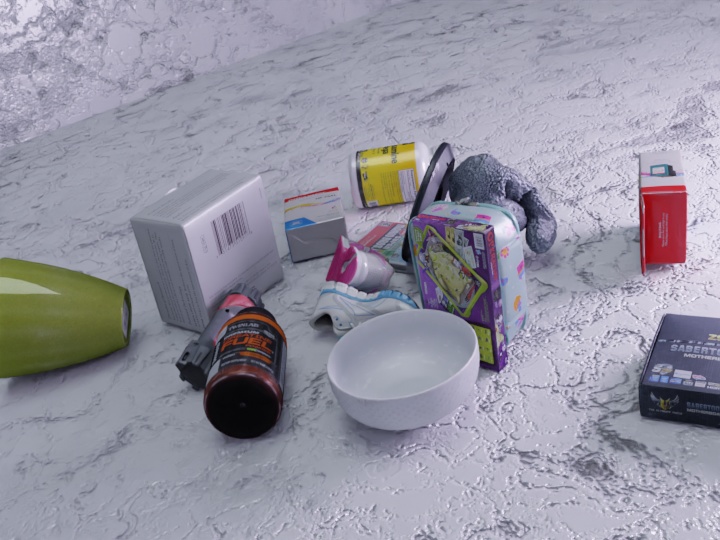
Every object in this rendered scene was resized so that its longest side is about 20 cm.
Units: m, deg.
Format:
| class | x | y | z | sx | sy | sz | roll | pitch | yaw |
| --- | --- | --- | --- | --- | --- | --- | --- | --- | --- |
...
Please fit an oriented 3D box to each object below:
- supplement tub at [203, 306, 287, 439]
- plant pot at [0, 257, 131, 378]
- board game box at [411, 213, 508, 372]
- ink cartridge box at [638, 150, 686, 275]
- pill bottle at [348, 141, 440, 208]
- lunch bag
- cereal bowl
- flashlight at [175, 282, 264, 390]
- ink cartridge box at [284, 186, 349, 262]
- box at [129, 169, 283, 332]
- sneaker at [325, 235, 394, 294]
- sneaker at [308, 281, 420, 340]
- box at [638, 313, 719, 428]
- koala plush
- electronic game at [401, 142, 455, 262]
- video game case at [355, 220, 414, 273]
| class | x | y | z | sx | sy | sz | roll | pitch | yaw |
| --- | --- | --- | --- | --- | --- | --- | --- | --- | --- |
| supplement tub | -0.153 | 0.129 | 1.121 | 0.104 | 0.109 | 0.201 | -11 | 27 | 3 |
| plant pot | -0.474 | 0.077 | 1.314 | 0.194 | 0.192 | 0.188 | 1 | 26 | -7 |
| board game box | 0.133 | 0.029 | 1.083 | 0.118 | 0.205 | 0.032 | 11 | 33 | 37 |
| ink cartridge box | 0.460 | -0.090 | 1.245 | 0.065 | 0.119 | 0.201 | -1 | 29 | 19 |
| pill bottle | 0.080 | -0.194 | 1.630 | 0.194 | 0.115 | 0.113 | -8 | 27 | 9 |
| lunch bag | 0.146 | 0.000 | 1.133 | 0.158 | 0.205 | 0.077 | 10 | 31 | 41 |
| cereal bowl | 0.058 | 0.136 | 1.042 | 0.195 | 0.085 | 0.201 | -9 | 27 | 5 |
| flashlight | -0.209 | 0.102 | 1.254 | 0.066 | 0.069 | 0.202 | 0 | 34 | 16 |
| ink cartridge box | -0.086 | -0.098 | 1.570 | 0.113 | 0.069 | 0.201 | -13 | 26 | -1 |
| box | -0.253 | -0.036 | 1.377 | 0.128 | 0.204 | 0.198 | 10 | 34 | 34 |
| sneaker | 0.000 | 0.000 | 1.344 | 0.086 | 0.083 | 0.200 | 19 | 7 | -15 |
| sneaker | 0.007 | 0.078 | 1.210 | 0.196 | 0.076 | 0.087 | 5 | 45 | 37 |
| box | 0.438 | 0.118 | 0.948 | 0.196 | 0.052 | 0.158 | 5 | 31 | 31 |
| koala plush | 0.183 | -0.055 | 1.281 | 0.175 | 0.185 | 0.202 | 1 | 47 | 43 |
| electronic game | 0.109 | -0.111 | 1.336 | 0.041 | 0.204 | 0.201 | 20 | 35 | 10 |
| video game case | 0.078 | -0.042 | 1.448 | 0.196 | 0.018 | 0.143 | 9 | 34 | 35 |
